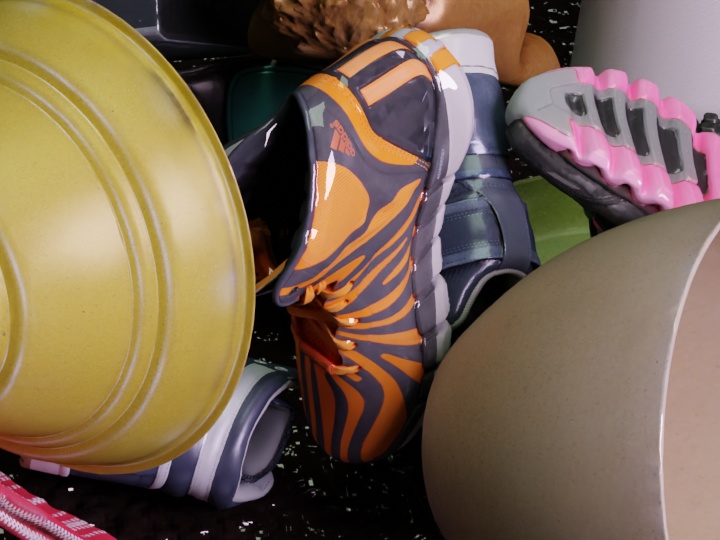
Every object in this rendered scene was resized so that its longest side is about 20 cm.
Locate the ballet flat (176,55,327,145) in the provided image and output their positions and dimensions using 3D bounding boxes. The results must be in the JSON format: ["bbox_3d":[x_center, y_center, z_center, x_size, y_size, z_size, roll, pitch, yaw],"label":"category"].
[{"bbox_3d":[-0.073,-0.074,1.370,0.200,0.067,0.064,1,8,-7],"label":"ballet flat"}]

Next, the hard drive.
[{"bbox_3d":[-0.155,-0.114,1.334,0.200,0.033,0.140,-4,0,22],"label":"hard drive"}]

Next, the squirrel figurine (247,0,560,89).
[{"bbox_3d":[0.012,-0.184,1.256,0.141,0.187,0.200,8,3,19],"label":"squirrel figurine"}]

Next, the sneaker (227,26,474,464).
[{"bbox_3d":[-0.022,0.004,1.100,0.078,0.200,0.112,27,38,33],"label":"sneaker"}]

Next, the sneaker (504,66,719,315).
[{"bbox_3d":[0.138,-0.010,1.195,0.200,0.095,0.079,30,39,-13],"label":"sneaker"}]

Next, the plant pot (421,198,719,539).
[{"bbox_3d":[0.105,0.070,1.115,0.134,0.200,0.200,0,32,33],"label":"plant pot"}]

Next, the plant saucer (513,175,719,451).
[{"bbox_3d":[0.123,0.024,1.283,0.200,0.031,0.200,3,38,-2],"label":"plant saucer"}]

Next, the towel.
[{"bbox_3d":[-0.193,0.056,1.111,0.200,0.145,0.022,31,83,22],"label":"towel"}]

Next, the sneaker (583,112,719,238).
[{"bbox_3d":[0.200,-0.029,1.262,0.200,0.085,0.078,-4,28,4],"label":"sneaker"}]

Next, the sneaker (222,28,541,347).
[{"bbox_3d":[-0.001,0.000,1.231,0.077,0.202,0.146,-4,72,-40],"label":"sneaker"}]

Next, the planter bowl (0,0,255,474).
[{"bbox_3d":[-0.143,-0.003,1.058,0.200,0.201,0.083,27,32,27],"label":"planter bowl"}]

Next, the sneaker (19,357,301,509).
[{"bbox_3d":[-0.077,0.035,1.224,0.108,0.070,0.200,14,31,-1],"label":"sneaker"}]

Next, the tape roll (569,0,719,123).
[{"bbox_3d":[0.208,-0.125,1.366,0.202,0.139,0.203,7,27,-4],"label":"tape roll"}]
